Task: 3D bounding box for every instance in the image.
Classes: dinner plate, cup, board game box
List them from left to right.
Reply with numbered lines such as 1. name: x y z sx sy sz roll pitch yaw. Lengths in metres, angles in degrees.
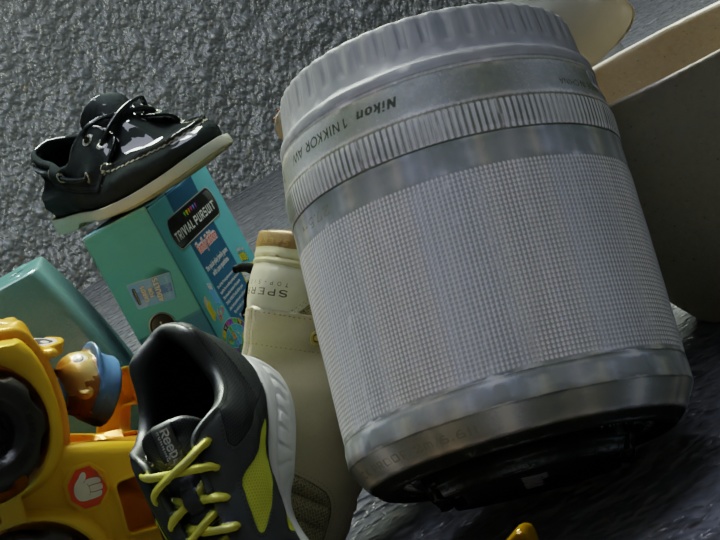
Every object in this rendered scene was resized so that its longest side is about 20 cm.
1. board game box: -0.087 0.042 1.028 0.047 0.201 0.151 -26 9 13
2. dinner plate: 0.052 -0.095 0.865 0.199 0.024 0.200 -18 -9 -3
3. cup: 0.199 -0.058 0.893 0.200 0.144 0.200 -28 9 5

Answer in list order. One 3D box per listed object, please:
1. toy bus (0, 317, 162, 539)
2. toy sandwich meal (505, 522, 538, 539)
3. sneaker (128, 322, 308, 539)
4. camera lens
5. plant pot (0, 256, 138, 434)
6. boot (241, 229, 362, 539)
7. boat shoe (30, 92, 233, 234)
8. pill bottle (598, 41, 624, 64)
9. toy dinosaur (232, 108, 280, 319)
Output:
1. toy bus: -0.140 0.108 0.862 0.191 0.201 0.136 -17 5 -25
2. toy sandwich meal: -0.005 0.155 0.557 0.204 0.071 0.205 -28 9 5
3. sneaker: -0.066 0.109 0.715 0.074 0.085 0.201 -31 48 15
4. camera lens: 0.054 0.000 0.750 0.159 0.201 0.160 -13 -15 -4
5. plant pot: -0.186 0.102 0.994 0.141 0.201 0.141 -30 9 -5
6. boot: 0.007 0.082 0.862 0.073 0.199 0.156 2 70 50
7. boat shoe: -0.144 -0.072 0.967 0.074 0.066 0.199 -32 10 -26
8. pill bottle: 0.129 -0.132 1.152 0.113 0.114 0.200 -28 2 3
9. toy dinosaur: 0.000 0.000 0.981 0.136 0.200 0.102 -35 -8 -30
